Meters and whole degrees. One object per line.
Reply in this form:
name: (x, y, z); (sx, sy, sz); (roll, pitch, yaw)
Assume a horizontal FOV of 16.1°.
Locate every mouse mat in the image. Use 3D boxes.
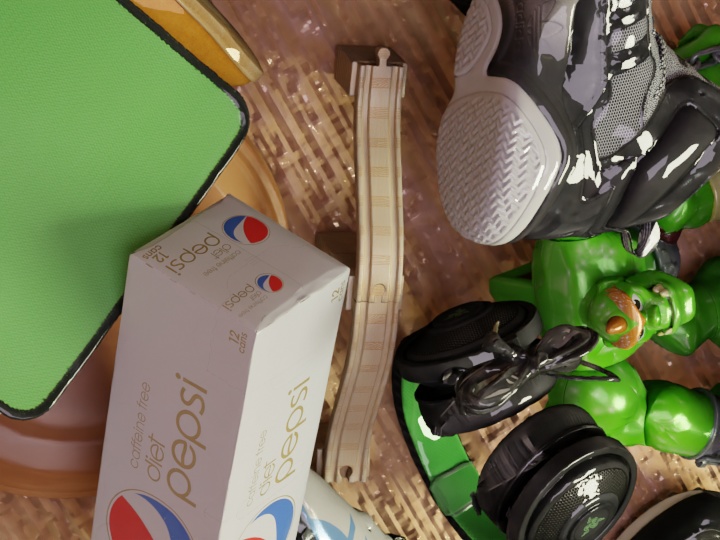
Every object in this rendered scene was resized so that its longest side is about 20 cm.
mouse mat: (-0.157, -0.060, 0.985); (0.200, 0.008, 0.161); (40, 78, -18)

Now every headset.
headset: (0.056, 0.070, 1.085); (0.094, 0.200, 0.124); (-27, 76, -24)

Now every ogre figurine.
ogre figurine: (0.129, 0.004, 1.139); (0.119, 0.098, 0.201); (-18, 130, -27)

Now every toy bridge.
toy bridge: (0.000, 0.000, 1.114); (0.027, 0.067, 0.201); (1, 109, -15)

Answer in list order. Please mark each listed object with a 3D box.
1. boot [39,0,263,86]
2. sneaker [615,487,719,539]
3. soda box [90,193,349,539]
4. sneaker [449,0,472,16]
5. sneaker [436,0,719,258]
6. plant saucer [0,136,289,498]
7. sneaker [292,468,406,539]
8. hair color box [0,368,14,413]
boot: (-0.155, -0.097, 1.041); (0.201, 0.071, 0.144); (38, 95, -14)
sneaker: (0.129, 0.199, 1.203); (0.070, 0.090, 0.200); (34, 97, -22)
soda box: (-0.063, 0.074, 1.052); (0.064, 0.068, 0.201); (-35, 146, -44)
sneaker: (0.037, -0.159, 1.076); (0.199, 0.076, 0.091); (22, 93, -28)
sneaker: (0.106, -0.102, 1.042); (0.113, 0.075, 0.201); (10, 101, -27)
plant saucer: (-0.123, 0.009, 1.101); (0.199, 0.037, 0.201); (-5, 110, -14)
sneaker: (0.007, 0.142, 1.160); (0.073, 0.072, 0.200); (-49, 126, -19)
hair color box: (-0.232, -0.006, 1.019); (0.099, 0.061, 0.200); (-33, 108, 34)
